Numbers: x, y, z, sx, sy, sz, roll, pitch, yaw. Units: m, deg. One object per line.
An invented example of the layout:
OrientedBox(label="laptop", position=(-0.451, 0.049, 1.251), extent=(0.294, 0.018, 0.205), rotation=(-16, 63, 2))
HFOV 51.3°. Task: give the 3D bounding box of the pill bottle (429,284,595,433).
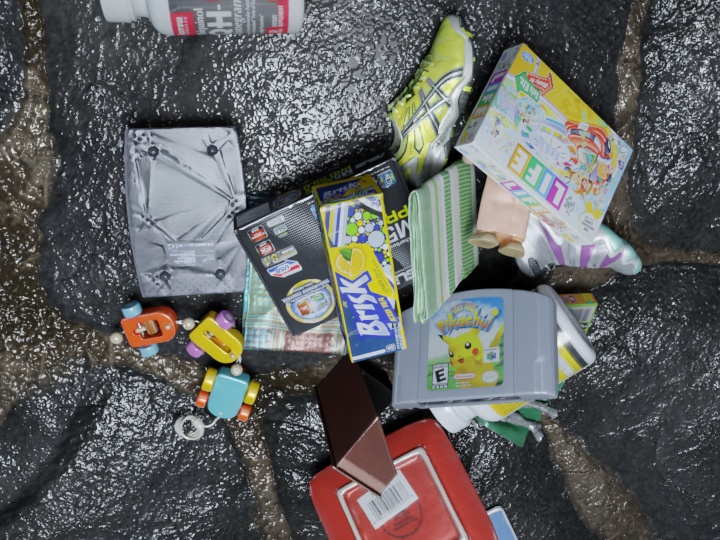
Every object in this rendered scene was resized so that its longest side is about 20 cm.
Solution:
OrientedBox(label="pill bottle", position=(0.176, 0.114, 0.919), extent=(0.200, 0.112, 0.112), rotation=(-36, 111, 15))

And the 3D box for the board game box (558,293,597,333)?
OrientedBox(label="board game box", position=(0.202, 0.075, 0.985), extent=(0.200, 0.030, 0.096), rotation=(-3, 131, -11))

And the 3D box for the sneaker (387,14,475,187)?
OrientedBox(label="sneaker", position=(0.075, -0.193, 0.860), extent=(0.076, 0.075, 0.200), rotation=(10, 106, -13))

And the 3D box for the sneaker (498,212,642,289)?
OrientedBox(label="sneaker", position=(0.246, -0.017, 0.955), extent=(0.200, 0.078, 0.140), rotation=(33, 103, -9))

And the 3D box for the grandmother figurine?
OrientedBox(label="grandmother figurine", position=(0.176, -0.123, 0.880), extent=(0.121, 0.061, 0.200), rotation=(18, 81, -22))

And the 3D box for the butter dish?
OrientedBox(label="butter dish", position=(0.063, 0.329, 1.012), extent=(0.200, 0.148, 0.200), rotation=(-28, 71, 3))

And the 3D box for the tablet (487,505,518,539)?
OrientedBox(label="tablet", position=(0.145, 0.443, 1.128), extent=(0.200, 0.014, 0.130), rotation=(-27, 111, 0))

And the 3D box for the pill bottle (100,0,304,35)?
OrientedBox(label="pill bottle", position=(-0.160, -0.298, 0.765), extent=(0.200, 0.111, 0.111), rotation=(-4, 110, -8))

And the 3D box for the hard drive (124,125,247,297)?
OrientedBox(label="hard drive", position=(-0.200, -0.070, 0.875), extent=(0.135, 0.042, 0.200), rotation=(-3, 110, -9))

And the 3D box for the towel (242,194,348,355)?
OrientedBox(label="towel", position=(-0.072, 0.010, 0.932), extent=(0.146, 0.022, 0.200), rotation=(4, 108, -8))

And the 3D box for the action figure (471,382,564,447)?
OrientedBox(label="action figure", position=(0.166, 0.172, 1.017), extent=(0.200, 0.055, 0.118), rotation=(21, 107, -11))

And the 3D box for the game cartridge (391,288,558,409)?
OrientedBox(label="game cartridge", position=(0.128, 0.089, 0.869), extent=(0.200, 0.134, 0.040), rotation=(-11, 148, 30))

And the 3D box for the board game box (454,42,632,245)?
OrientedBox(label="board game box", position=(0.212, -0.137, 0.846), extent=(0.200, 0.034, 0.135), rotation=(34, 74, -25))

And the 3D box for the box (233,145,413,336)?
OrientedBox(label="box", position=(-0.025, -0.031, 0.879), extent=(0.200, 0.044, 0.160), rotation=(-24, 119, 2))

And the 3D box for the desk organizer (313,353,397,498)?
OrientedBox(label="desk organizer", position=(0.003, 0.177, 0.911), extent=(0.072, 0.200, 0.077), rotation=(37, 98, -18))

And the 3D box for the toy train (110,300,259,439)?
OrientedBox(label="toy train", position=(-0.208, 0.109, 0.934), extent=(0.150, 0.056, 0.200), rotation=(-16, 114, 8))

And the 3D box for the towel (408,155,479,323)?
OrientedBox(label="towel", position=(0.098, -0.044, 0.863), extent=(0.023, 0.200, 0.153), rotation=(5, 112, 25))

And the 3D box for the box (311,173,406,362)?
OrientedBox(label="box", position=(0.000, 0.000, 0.839), extent=(0.070, 0.064, 0.200), rotation=(-13, 118, -5))
